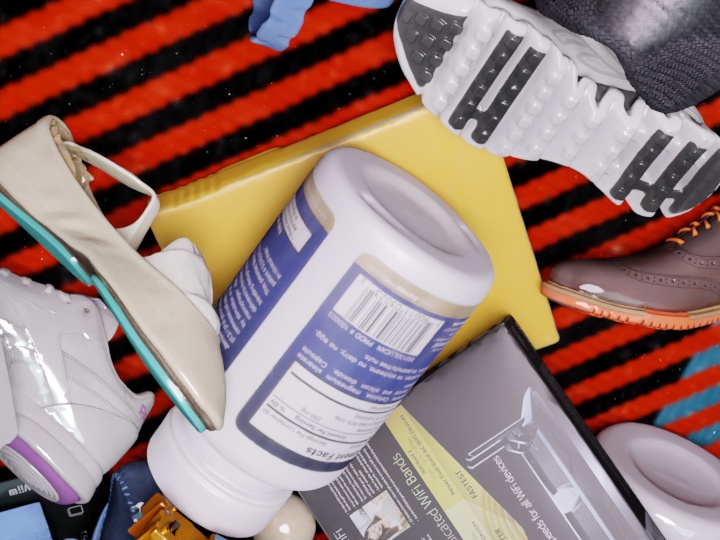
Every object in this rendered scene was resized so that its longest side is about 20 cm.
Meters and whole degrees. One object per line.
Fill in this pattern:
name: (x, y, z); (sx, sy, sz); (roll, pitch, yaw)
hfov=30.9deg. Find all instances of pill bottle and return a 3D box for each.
pill bottle: (0.164, 0.210, 0.845); (0.111, 0.113, 0.202); (14, 115, -16)
pill bottle: (-0.029, 0.044, 0.695); (0.110, 0.111, 0.201); (30, 111, -22)

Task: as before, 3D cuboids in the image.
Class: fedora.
fedora: (0.142, -0.132, 0.609); (0.199, 0.201, 0.092); (33, 107, -23)

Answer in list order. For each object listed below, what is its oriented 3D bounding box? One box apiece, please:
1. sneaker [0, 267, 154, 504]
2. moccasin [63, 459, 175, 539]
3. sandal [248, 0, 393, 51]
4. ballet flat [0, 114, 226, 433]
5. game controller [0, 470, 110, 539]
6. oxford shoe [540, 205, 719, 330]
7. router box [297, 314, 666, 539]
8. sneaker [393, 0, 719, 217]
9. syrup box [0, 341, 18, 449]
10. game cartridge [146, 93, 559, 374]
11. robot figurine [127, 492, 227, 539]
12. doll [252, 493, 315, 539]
sneaker: (-0.197, 0.032, 0.726); (0.100, 0.075, 0.201); (-46, 106, -30)
moccasin: (-0.141, 0.203, 0.762); (0.067, 0.081, 0.202); (-7, 120, -22)
sandal: (0.002, -0.170, 0.644); (0.197, 0.080, 0.088); (-15, 123, 8)
ballet flat: (-0.117, -0.007, 0.661); (0.069, 0.200, 0.070); (-38, 157, -19)
game controller: (-0.240, 0.178, 0.802); (0.197, 0.042, 0.105); (-14, 119, -2)
oxford shoe: (0.198, -0.006, 0.769); (0.197, 0.071, 0.074); (-1, 100, -19)
router box: (0.078, 0.153, 0.750); (0.156, 0.052, 0.201); (-35, 86, 12)
sneaker: (0.103, -0.100, 0.692); (0.198, 0.082, 0.075); (25, 132, -21)
syrup box: (-0.283, 0.055, 0.661); (0.197, 0.079, 0.082); (9, 122, 18)
game cartridge: (0.000, 0.000, 0.757); (0.198, 0.033, 0.178); (-19, 119, 4)
robot figurine: (-0.071, 0.219, 0.700); (0.145, 0.058, 0.200); (-38, 109, 13)
doll: (-0.045, 0.235, 0.777); (0.135, 0.048, 0.203); (-1, 91, -19)
